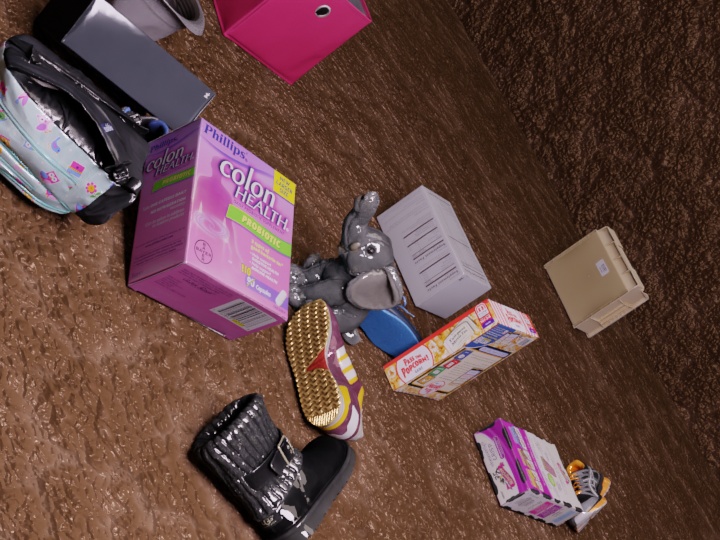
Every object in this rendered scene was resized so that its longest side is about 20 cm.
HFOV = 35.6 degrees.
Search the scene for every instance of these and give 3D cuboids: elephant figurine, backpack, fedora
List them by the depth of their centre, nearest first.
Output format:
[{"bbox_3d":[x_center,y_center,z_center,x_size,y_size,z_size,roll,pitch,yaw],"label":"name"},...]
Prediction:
[{"bbox_3d":[-0.330,-0.150,1.198,0.200,0.127,0.167,43,13,-26],"label":"backpack"},{"bbox_3d":[0.000,0.000,1.574,0.142,0.200,0.155,61,22,14],"label":"elephant figurine"},{"bbox_3d":[-0.313,-0.397,1.641,0.177,0.090,0.200,50,15,-18],"label":"fedora"}]

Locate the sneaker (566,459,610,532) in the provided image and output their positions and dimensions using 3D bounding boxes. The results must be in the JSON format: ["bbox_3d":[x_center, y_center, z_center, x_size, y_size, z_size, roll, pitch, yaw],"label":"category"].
[{"bbox_3d":[0.395,0.404,2.015,0.077,0.078,0.200,43,17,5],"label":"sneaker"}]

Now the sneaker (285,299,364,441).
[{"bbox_3d":[-0.043,0.134,1.482,0.090,0.075,0.200,44,29,-47],"label":"sneaker"}]

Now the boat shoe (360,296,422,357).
[{"bbox_3d":[0.029,0.054,1.717,0.200,0.084,0.069,48,34,-25],"label":"boat shoe"}]

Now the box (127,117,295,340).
[{"bbox_3d":[-0.173,-0.046,1.346,0.176,0.097,0.200,34,46,-43],"label":"box"}]

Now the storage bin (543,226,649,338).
[{"bbox_3d":[0.591,0.025,2.800,0.094,0.198,0.200,24,38,-47],"label":"storage bin"}]

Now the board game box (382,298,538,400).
[{"bbox_3d":[0.156,0.126,1.723,0.151,0.200,0.046,21,39,-56],"label":"board game box"}]

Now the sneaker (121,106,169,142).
[{"bbox_3d":[-0.259,-0.150,1.411,0.200,0.078,0.075,16,45,-58],"label":"sneaker"}]

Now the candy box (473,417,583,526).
[{"bbox_3d":[0.281,0.339,1.868,0.200,0.061,0.137,30,32,-47],"label":"candy box"}]

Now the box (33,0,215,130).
[{"bbox_3d":[-0.301,-0.272,1.433,0.200,0.079,0.141,39,-4,-36],"label":"box"}]

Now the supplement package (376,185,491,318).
[{"bbox_3d":[0.132,-0.032,2.026,0.114,0.109,0.200,25,36,-53],"label":"supplement package"}]

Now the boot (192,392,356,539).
[{"bbox_3d":[-0.091,0.201,1.254,0.158,0.079,0.211,53,22,-7],"label":"boot"}]

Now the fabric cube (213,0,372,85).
[{"bbox_3d":[-0.133,-0.500,2.027,0.196,0.199,0.200,31,31,-48],"label":"fabric cube"}]
